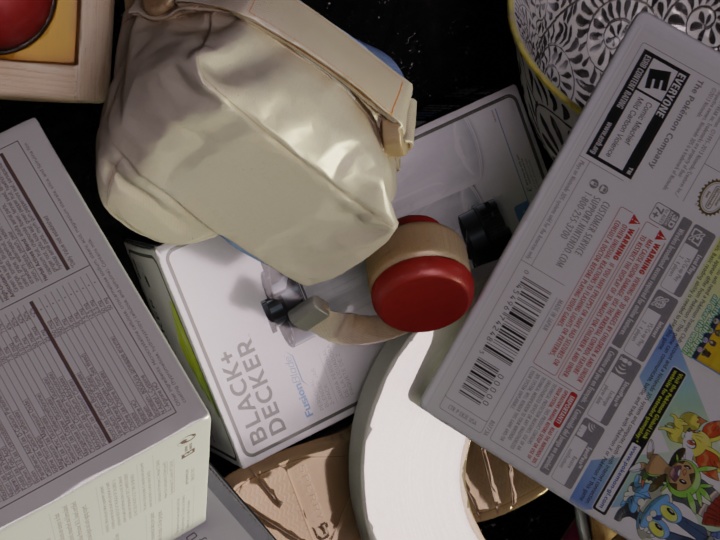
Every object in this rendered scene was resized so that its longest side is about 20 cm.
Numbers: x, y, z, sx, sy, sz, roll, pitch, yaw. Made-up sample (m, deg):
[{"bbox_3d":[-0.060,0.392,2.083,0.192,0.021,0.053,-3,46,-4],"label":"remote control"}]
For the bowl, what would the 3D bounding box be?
[{"bbox_3d":[0.160,-0.078,0.942,0.199,0.202,0.095,-7,136,-20],"label":"bowl"}]

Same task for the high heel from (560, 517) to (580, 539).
[{"bbox_3d":[0.135,0.226,0.981,0.067,0.096,0.202,3,94,-21],"label":"high heel"}]

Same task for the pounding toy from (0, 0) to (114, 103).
[{"bbox_3d":[-0.203,-0.140,0.790,0.198,0.142,0.186,2,94,-21],"label":"pounding toy"}]

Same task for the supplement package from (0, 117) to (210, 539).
[{"bbox_3d":[-0.183,0.070,0.786,0.199,0.152,0.151,-28,72,-16],"label":"supplement package"}]

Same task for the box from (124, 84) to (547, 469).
[{"bbox_3d":[0.000,0.000,0.926,0.199,0.060,0.118,-24,103,-17],"label":"box"}]

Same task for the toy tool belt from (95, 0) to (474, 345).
[{"bbox_3d":[-0.027,-0.065,0.822,0.124,0.124,0.199,-33,135,28],"label":"toy tool belt"}]

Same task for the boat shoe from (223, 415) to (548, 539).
[{"bbox_3d":[0.012,0.099,0.938,0.198,0.065,0.073,-19,92,-16],"label":"boat shoe"}]

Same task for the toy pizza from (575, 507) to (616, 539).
[{"bbox_3d":[0.202,0.114,0.999,0.198,0.032,0.202,5,77,-23],"label":"toy pizza"}]

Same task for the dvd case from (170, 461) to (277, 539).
[{"bbox_3d":[-0.131,0.168,0.861,0.200,0.025,0.150,-41,71,-9],"label":"dvd case"}]

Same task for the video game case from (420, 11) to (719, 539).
[{"bbox_3d":[0.149,0.020,0.822,0.181,0.022,0.201,31,98,14],"label":"video game case"}]

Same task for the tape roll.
[{"bbox_3d":[0.094,0.092,0.897,0.201,0.037,0.205,-1,93,-10],"label":"tape roll"}]
